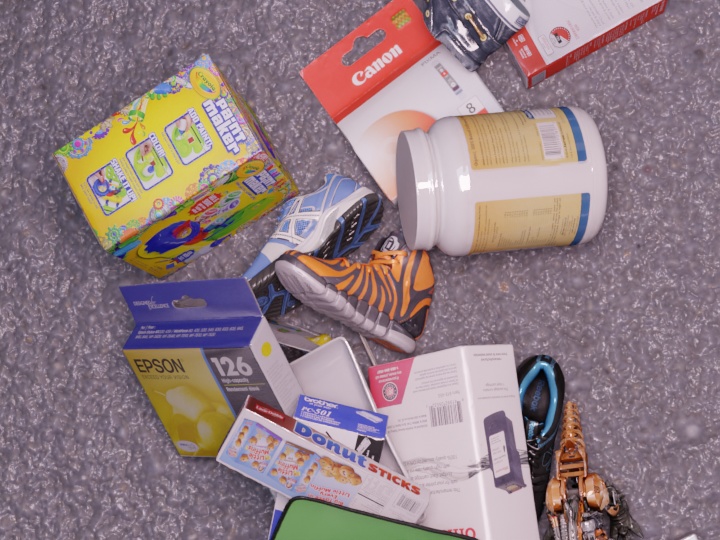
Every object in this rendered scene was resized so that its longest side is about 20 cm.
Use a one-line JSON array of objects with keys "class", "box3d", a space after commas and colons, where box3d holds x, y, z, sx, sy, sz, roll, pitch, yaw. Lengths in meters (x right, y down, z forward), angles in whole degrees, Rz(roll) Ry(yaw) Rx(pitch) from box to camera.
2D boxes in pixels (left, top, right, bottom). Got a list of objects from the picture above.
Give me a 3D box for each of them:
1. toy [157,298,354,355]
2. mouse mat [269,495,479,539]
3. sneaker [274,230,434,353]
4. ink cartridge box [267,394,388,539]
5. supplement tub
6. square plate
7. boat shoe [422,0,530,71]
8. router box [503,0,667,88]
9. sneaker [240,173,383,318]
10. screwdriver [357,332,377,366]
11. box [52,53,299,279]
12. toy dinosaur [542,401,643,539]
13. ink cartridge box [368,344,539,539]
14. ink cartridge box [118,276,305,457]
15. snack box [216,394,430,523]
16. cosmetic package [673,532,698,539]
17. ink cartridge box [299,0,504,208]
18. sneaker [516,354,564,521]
[{"class": "toy", "box3d": [-0.112, 0.076, 1.341, 0.196, 0.115, 0.048, 12, 95, 10]}, {"class": "mouse mat", "box3d": [0.006, 0.284, 1.207, 0.197, 0.162, 0.008, 16, 43, -8]}, {"class": "sneaker", "box3d": [0.000, 0.000, 1.318, 0.077, 0.199, 0.114, 9, 72, 51]}, {"class": "ink cartridge box", "box3d": [-0.037, 0.227, 1.236, 0.092, 0.044, 0.203, 13, 117, 1]}, {"class": "supplement tub", "box3d": [0.143, -0.092, 1.290, 0.196, 0.145, 0.147, -5, 80, -7]}, {"class": "square plate", "box3d": [-0.034, 0.187, 1.293, 0.199, 0.028, 0.201, -28, 86, 41]}, {"class": "boat shoe", "box3d": [0.090, -0.315, 1.350, 0.091, 0.071, 0.201, -43, 74, 21]}, {"class": "router box", "box3d": [0.216, -0.336, 1.386, 0.178, 0.049, 0.202, -29, 78, 3]}, {"class": "sneaker", "box3d": [-0.067, -0.025, 1.343, 0.199, 0.076, 0.077, -40, 55, -13]}, {"class": "screwdriver", "box3d": [-0.019, 0.019, 1.378, 0.029, 0.028, 0.202, -24, 79, -26]}, {"class": "box", "box3d": [-0.190, -0.104, 1.333, 0.191, 0.200, 0.123, -32, 78, 3]}, {"class": "toy dinosaur", "box3d": [0.225, 0.237, 1.239, 0.101, 0.136, 0.203, 11, 72, 25]}, {"class": "ink cartridge box", "box3d": [0.093, 0.187, 1.272, 0.144, 0.083, 0.204, -17, 76, 46]}, {"class": "ink cartridge box", "box3d": [-0.153, 0.106, 1.277, 0.195, 0.047, 0.202, -4, 123, 40]}, {"class": "snack box", "box3d": [-0.036, 0.195, 1.180, 0.198, 0.024, 0.072, 28, 119, -6]}, {"class": "cosmetic package", "box3d": [0.284, 0.379, 1.263, 0.198, 0.052, 0.153, -26, 77, 4]}, {"class": "ink cartridge box", "box3d": [0.045, -0.198, 1.390, 0.161, 0.050, 0.201, -36, 81, 1]}, {"class": "sneaker", "box3d": [0.167, 0.185, 1.295, 0.072, 0.082, 0.204, 10, 84, 8]}]
